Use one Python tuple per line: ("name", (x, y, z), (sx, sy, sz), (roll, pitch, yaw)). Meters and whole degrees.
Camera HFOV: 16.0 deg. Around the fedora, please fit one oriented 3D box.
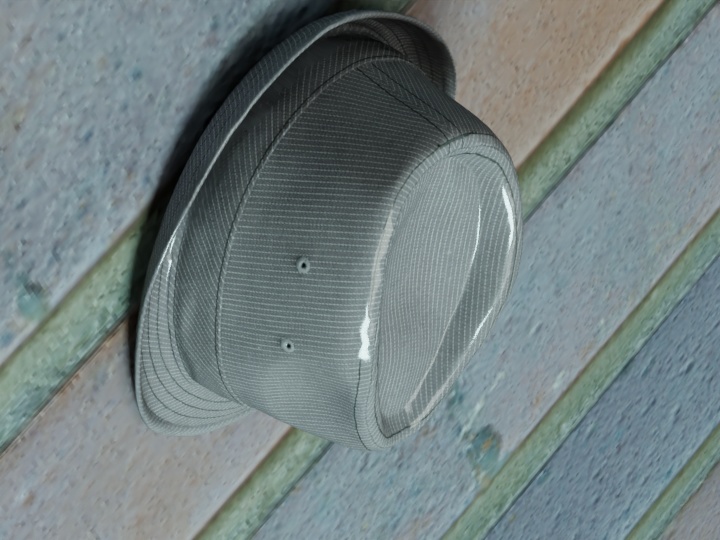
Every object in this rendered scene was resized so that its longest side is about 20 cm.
("fedora", (0.000, 0.000, 1.009), (0.176, 0.090, 0.201), (-17, 131, -49))
